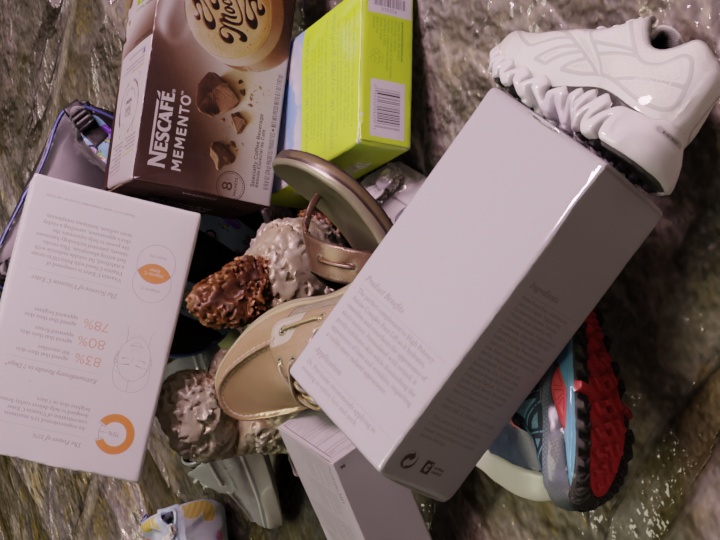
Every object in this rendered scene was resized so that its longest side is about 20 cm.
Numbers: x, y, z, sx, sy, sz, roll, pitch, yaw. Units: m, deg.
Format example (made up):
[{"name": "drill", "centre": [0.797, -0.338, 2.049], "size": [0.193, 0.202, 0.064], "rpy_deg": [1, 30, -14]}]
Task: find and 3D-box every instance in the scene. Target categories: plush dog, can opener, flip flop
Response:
[{"name": "plush dog", "centre": [-0.051, 0.044, 1.119], "size": [0.160, 0.200, 0.172], "rpy_deg": [10, 117, 26]}, {"name": "can opener", "centre": [0.056, -0.026, 1.016], "size": [0.200, 0.053, 0.066], "rpy_deg": [33, 158, 56]}, {"name": "flip flop", "centre": [0.000, 0.000, 1.028], "size": [0.200, 0.058, 0.081], "rpy_deg": [55, 166, -2]}]

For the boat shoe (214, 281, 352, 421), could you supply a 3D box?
[{"name": "boat shoe", "centre": [-0.027, 0.058, 0.995], "size": [0.200, 0.065, 0.072], "rpy_deg": [-27, 109, 29]}]

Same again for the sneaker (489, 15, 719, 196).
[{"name": "sneaker", "centre": [0.139, -0.107, 0.834], "size": [0.081, 0.075, 0.200], "rpy_deg": [-53, 28, 5]}]

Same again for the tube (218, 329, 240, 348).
[{"name": "tube", "centre": [-0.111, 0.084, 1.328], "size": [0.052, 0.058, 0.200], "rpy_deg": [-56, 40, 2]}]

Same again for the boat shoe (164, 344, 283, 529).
[{"name": "boat shoe", "centre": [-0.119, 0.151, 1.258], "size": [0.072, 0.068, 0.200], "rpy_deg": [-109, -1, -49]}]

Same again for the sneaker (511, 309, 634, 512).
[{"name": "sneaker", "centre": [0.096, 0.055, 0.861], "size": [0.095, 0.079, 0.200], "rpy_deg": [-24, 52, 23]}]

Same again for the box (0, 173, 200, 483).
[{"name": "box", "centre": [-0.204, 0.041, 1.088], "size": [0.097, 0.124, 0.200], "rpy_deg": [-177, 101, -76]}]

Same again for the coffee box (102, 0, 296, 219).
[{"name": "coffee box", "centre": [-0.121, -0.149, 1.130], "size": [0.080, 0.113, 0.200], "rpy_deg": [-10, 71, 63]}]

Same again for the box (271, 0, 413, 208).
[{"name": "box", "centre": [-0.027, -0.123, 1.113], "size": [0.200, 0.048, 0.122], "rpy_deg": [-23, 63, 61]}]

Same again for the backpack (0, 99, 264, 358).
[{"name": "backpack", "centre": [-0.188, -0.020, 1.221], "size": [0.183, 0.200, 0.135], "rpy_deg": [-69, 13, -15]}]

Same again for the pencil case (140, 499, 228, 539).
[{"name": "pencil case", "centre": [-0.146, 0.316, 1.389], "size": [0.091, 0.083, 0.200], "rpy_deg": [101, 154, -70]}]

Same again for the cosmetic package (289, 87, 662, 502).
[{"name": "cosmetic package", "centre": [0.061, 0.013, 0.808], "size": [0.200, 0.074, 0.102], "rpy_deg": [-52, 47, 7]}]

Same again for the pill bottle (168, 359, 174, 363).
[{"name": "pill bottle", "centre": [-0.225, 0.019, 1.342], "size": [0.120, 0.120, 0.200], "rpy_deg": [-38, 59, 57]}]

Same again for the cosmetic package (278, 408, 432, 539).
[{"name": "cosmetic package", "centre": [0.014, 0.190, 1.043], "size": [0.083, 0.051, 0.200], "rpy_deg": [26, 142, 58]}]

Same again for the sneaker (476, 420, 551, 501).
[{"name": "sneaker", "centre": [0.084, 0.085, 0.960], "size": [0.200, 0.075, 0.085], "rpy_deg": [13, 101, 53]}]
